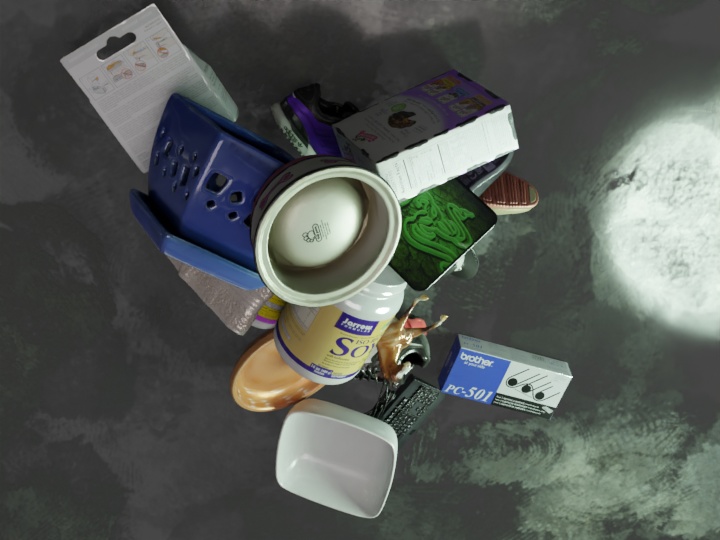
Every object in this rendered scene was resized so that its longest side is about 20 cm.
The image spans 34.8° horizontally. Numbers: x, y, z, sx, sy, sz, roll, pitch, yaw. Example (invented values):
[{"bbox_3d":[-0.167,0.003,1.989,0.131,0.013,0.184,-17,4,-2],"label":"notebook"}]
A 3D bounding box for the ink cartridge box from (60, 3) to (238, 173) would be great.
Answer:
[{"bbox_3d":[-0.289,-0.254,1.591,0.162,0.057,0.200,-27,115,13],"label":"ink cartridge box"}]

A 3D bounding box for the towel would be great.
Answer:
[{"bbox_3d":[-0.204,-0.019,1.687,0.200,0.034,0.133,46,116,15],"label":"towel"}]

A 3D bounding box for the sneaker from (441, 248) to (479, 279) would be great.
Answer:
[{"bbox_3d":[0.108,-0.019,1.712,0.074,0.089,0.200,-12,146,35],"label":"sneaker"}]

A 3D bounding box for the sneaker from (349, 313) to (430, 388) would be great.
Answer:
[{"bbox_3d":[0.021,0.142,1.798,0.199,0.098,0.071,-18,146,-9],"label":"sneaker"}]

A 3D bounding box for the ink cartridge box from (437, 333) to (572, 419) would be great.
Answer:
[{"bbox_3d":[0.237,0.176,1.890,0.199,0.044,0.094,16,118,-12],"label":"ink cartridge box"}]

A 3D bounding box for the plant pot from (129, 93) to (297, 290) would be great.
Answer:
[{"bbox_3d":[-0.184,-0.096,1.530,0.199,0.200,0.180,27,99,-35],"label":"plant pot"}]

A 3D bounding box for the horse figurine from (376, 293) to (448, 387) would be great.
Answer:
[{"bbox_3d":[0.038,0.062,1.759,0.133,0.050,0.200,-47,70,16],"label":"horse figurine"}]

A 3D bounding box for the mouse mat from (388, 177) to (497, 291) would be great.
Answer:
[{"bbox_3d":[0.071,-0.086,1.605,0.161,0.008,0.200,-43,75,-11],"label":"mouse mat"}]

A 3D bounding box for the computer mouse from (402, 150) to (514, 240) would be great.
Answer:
[{"bbox_3d":[0.134,-0.139,1.651,0.200,0.139,0.053,-37,162,-9],"label":"computer mouse"}]

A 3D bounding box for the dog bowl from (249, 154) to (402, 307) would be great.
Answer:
[{"bbox_3d":[-0.051,-0.057,1.455,0.199,0.074,0.201,-13,126,-19],"label":"dog bowl"}]

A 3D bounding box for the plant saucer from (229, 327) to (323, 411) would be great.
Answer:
[{"bbox_3d":[-0.117,0.145,1.813,0.199,0.038,0.201,-21,144,-16],"label":"plant saucer"}]

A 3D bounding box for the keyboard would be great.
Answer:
[{"bbox_3d":[0.050,0.262,1.937,0.104,0.040,0.200,28,116,-20],"label":"keyboard"}]

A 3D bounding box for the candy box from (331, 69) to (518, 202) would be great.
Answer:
[{"bbox_3d":[0.084,-0.182,1.552,0.199,0.168,0.072,-25,122,-10],"label":"candy box"}]

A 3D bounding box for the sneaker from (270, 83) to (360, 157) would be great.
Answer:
[{"bbox_3d":[-0.030,-0.184,1.635,0.099,0.070,0.200,-35,118,14],"label":"sneaker"}]

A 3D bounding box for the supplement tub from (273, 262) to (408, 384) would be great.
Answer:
[{"bbox_3d":[-0.025,0.049,1.645,0.145,0.146,0.200,21,126,-15],"label":"supplement tub"}]

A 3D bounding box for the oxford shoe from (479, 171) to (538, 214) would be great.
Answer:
[{"bbox_3d":[0.162,-0.106,1.705,0.199,0.071,0.074,6,143,-1],"label":"oxford shoe"}]

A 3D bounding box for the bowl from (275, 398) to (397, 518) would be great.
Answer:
[{"bbox_3d":[-0.035,0.300,1.910,0.199,0.075,0.201,17,128,7],"label":"bowl"}]

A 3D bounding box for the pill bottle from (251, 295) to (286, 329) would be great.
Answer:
[{"bbox_3d":[-0.113,-0.014,1.716,0.104,0.104,0.200,29,117,-20],"label":"pill bottle"}]
